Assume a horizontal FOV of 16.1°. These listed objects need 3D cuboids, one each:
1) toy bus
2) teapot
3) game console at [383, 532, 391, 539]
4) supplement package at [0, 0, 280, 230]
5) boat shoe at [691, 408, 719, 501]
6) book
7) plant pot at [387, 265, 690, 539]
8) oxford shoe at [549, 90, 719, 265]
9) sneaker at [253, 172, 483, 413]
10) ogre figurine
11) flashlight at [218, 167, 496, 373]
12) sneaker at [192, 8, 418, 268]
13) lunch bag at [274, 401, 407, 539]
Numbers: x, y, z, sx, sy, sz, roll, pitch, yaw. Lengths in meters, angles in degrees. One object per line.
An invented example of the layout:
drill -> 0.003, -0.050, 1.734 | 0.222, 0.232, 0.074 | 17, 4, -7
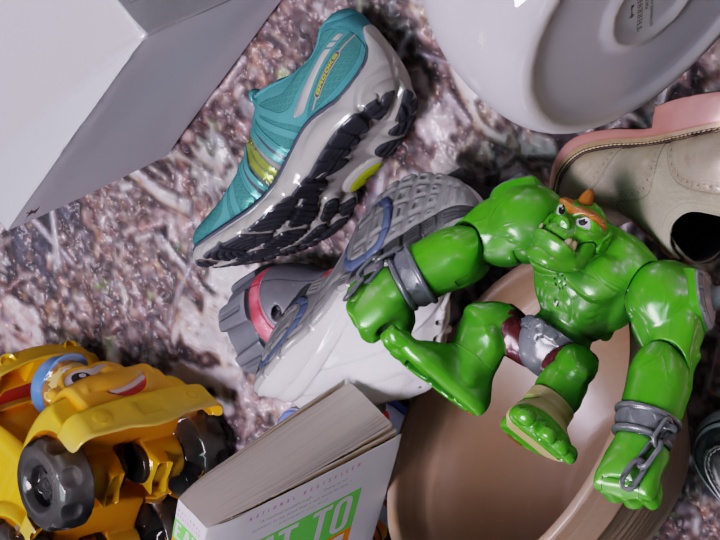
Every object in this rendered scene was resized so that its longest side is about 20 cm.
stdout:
toy bus -> -0.197, 0.115, 1.661 | 0.192, 0.135, 0.201 | 51, 133, 32
teapot -> 0.096, -0.176, 1.226 | 0.146, 0.197, 0.200 | 48, 123, 27
game console -> 0.073, 0.241, 1.407 | 0.199, 0.116, 0.176 | 29, 128, 10
supplement package -> -0.177, -0.173, 1.479 | 0.200, 0.147, 0.191 | 51, 133, 9
boat shoe -> 0.246, 0.146, 1.322 | 0.200, 0.071, 0.072 | 39, 130, 21
book -> -0.056, 0.168, 1.419 | 0.048, 0.133, 0.201 | 42, 142, 27
plant pot -> 0.111, 0.097, 1.370 | 0.092, 0.202, 0.201 | 30, 141, -27
oxford shoe -> 0.150, -0.037, 1.279 | 0.200, 0.070, 0.074 | 154, 114, -69
sneaker -> 0.019, 0.019, 1.396 | 0.087, 0.075, 0.200 | 31, 137, -10
ogre figurine -> 0.093, 0.023, 1.262 | 0.098, 0.120, 0.200 | 44, 169, -36
flashlight -> 0.000, 0.000, 1.468 | 0.200, 0.068, 0.068 | -32, 80, 45
sneaker -> -0.036, -0.070, 1.476 | 0.200, 0.077, 0.080 | -47, 58, 38
lunch bag -> 0.005, 0.179, 1.539 | 0.160, 0.075, 0.201 | 32, 127, 26
